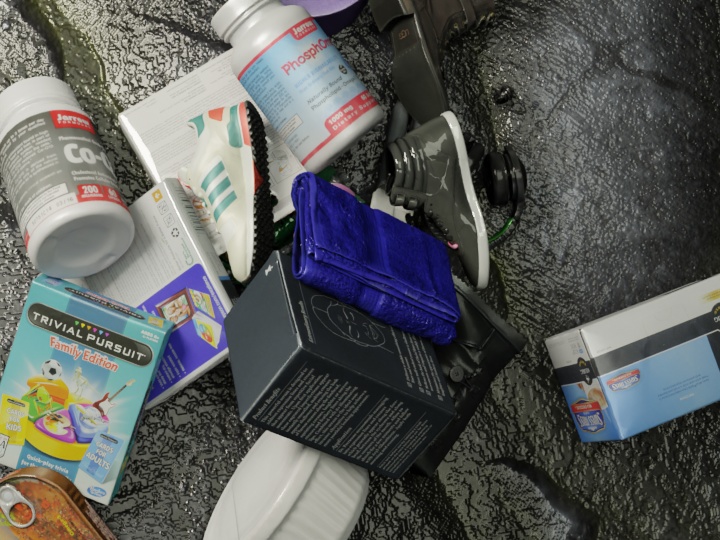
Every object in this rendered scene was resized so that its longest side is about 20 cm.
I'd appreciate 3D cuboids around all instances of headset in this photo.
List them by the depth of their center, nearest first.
[{"bbox_3d":[0.141,-0.122,1.456,0.122,0.094,0.203,18,94,-6],"label":"headset"}]

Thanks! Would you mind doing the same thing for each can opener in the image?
[{"bbox_3d":[0.040,-0.099,1.433,0.052,0.067,0.203,14,70,-9],"label":"can opener"}]

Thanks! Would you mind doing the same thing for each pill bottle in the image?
[{"bbox_3d":[-0.322,-0.103,1.307,0.112,0.115,0.202,-20,60,-12],"label":"pill bottle"},{"bbox_3d":[-0.072,-0.215,1.345,0.108,0.109,0.201,-39,93,-13],"label":"pill bottle"}]

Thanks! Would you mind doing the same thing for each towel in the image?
[{"bbox_3d":[0.018,-0.016,1.266,0.198,0.050,0.149,26,40,-28],"label":"towel"}]

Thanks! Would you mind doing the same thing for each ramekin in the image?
[{"bbox_3d":[-0.074,0.247,1.290,0.094,0.202,0.204,37,77,-14],"label":"ramekin"}]

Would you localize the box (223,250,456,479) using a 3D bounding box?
[{"bbox_3d":[-0.023,0.096,1.232,0.198,0.149,0.107,26,118,-30],"label":"box"}]

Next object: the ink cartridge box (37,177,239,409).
[{"bbox_3d":[-0.233,0.037,1.337,0.199,0.043,0.200,-33,80,20],"label":"ink cartridge box"}]

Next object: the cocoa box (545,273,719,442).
[{"bbox_3d":[0.338,0.103,1.410,0.197,0.133,0.133,-19,85,-12],"label":"cocoa box"}]

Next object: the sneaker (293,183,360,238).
[{"bbox_3d":[0.000,0.000,1.359,0.201,0.088,0.081,49,44,-9],"label":"sneaker"}]

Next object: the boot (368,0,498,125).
[{"bbox_3d":[0.106,-0.284,1.448,0.173,0.069,0.203,-28,103,-39],"label":"boot"}]

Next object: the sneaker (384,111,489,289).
[{"bbox_3d":[0.082,-0.068,1.379,0.098,0.071,0.203,-17,99,-8],"label":"sneaker"}]

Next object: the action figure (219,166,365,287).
[{"bbox_3d":[-0.099,-0.051,1.402,0.118,0.055,0.200,43,81,-3],"label":"action figure"}]

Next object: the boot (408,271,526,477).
[{"bbox_3d":[0.072,0.109,1.403,0.164,0.066,0.201,40,81,0],"label":"boot"}]

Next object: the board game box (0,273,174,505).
[{"bbox_3d":[-0.300,0.125,1.295,0.149,0.047,0.203,20,102,-1],"label":"board game box"}]

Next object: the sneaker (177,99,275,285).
[{"bbox_3d":[-0.148,-0.081,1.333,0.092,0.070,0.204,-7,80,13],"label":"sneaker"}]

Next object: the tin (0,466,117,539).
[{"bbox_3d":[-0.316,0.298,1.289,0.111,0.042,0.201,-35,98,6],"label":"tin"}]

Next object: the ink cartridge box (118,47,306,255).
[{"bbox_3d":[-0.159,-0.127,1.390,0.159,0.050,0.202,-30,84,-9],"label":"ink cartridge box"}]

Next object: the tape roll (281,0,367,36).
[{"bbox_3d":[-0.070,-0.380,1.441,0.196,0.085,0.204,2,82,-10],"label":"tape roll"}]

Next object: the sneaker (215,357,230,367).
[{"bbox_3d":[-0.134,0.073,1.373,0.197,0.080,0.075,15,102,8],"label":"sneaker"}]
